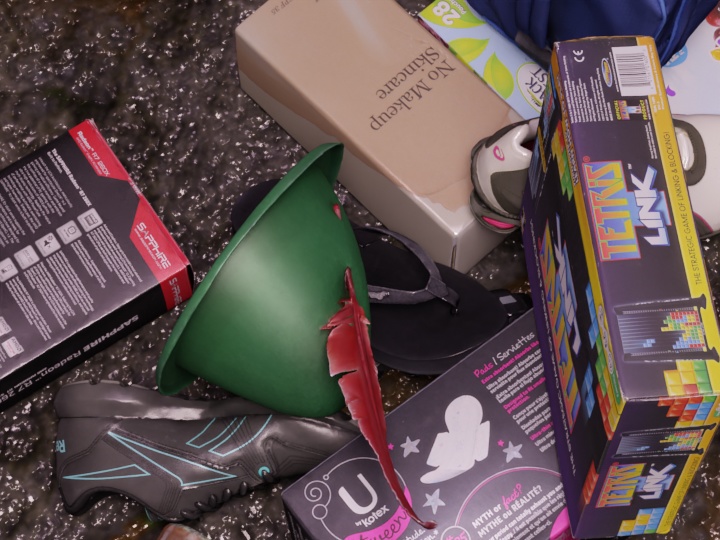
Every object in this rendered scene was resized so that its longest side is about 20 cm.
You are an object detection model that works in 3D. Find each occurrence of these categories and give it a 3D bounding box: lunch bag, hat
[{"bbox_3d":[0.142,-0.188,1.091,0.136,0.200,0.133,37,75,10],"label":"lunch bag"},{"bbox_3d":[-0.001,0.053,1.041,0.175,0.166,0.200,35,55,8],"label":"hat"}]

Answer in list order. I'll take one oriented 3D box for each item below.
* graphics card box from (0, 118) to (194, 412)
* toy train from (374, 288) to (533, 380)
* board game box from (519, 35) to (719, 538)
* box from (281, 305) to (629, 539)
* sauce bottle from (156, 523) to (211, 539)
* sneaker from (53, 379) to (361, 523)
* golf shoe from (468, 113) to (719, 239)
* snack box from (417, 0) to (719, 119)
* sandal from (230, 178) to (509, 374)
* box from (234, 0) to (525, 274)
[{"bbox_3d":[-0.217,0.010,1.163,0.199,0.051,0.126,-32,71,-14],"label":"graphics card box"},{"bbox_3d":[0.012,0.043,1.156,0.198,0.034,0.046,-10,63,-4],"label":"toy train"},{"bbox_3d":[0.127,0.011,0.956,0.056,0.166,0.201,-3,60,-6],"label":"board game box"},{"bbox_3d":[0.068,0.129,1.065,0.199,0.132,0.115,-34,67,-14],"label":"box"},{"bbox_3d":[-0.139,0.237,1.056,0.064,0.065,0.201,30,69,13],"label":"sauce bottle"},{"bbox_3d":[-0.086,0.112,1.115,0.198,0.075,0.080,3,76,11],"label":"sneaker"},{"bbox_3d":[0.163,-0.059,1.097,0.198,0.088,0.078,-6,76,-12],"label":"golf shoe"},{"bbox_3d":[0.161,-0.132,1.211,0.168,0.068,0.200,-38,71,-14],"label":"snack box"},{"bbox_3d":[-0.001,0.000,1.144,0.199,0.043,0.076,28,57,25],"label":"sandal"},{"bbox_3d":[0.020,-0.097,1.191,0.095,0.078,0.200,-42,72,-17],"label":"box"}]
